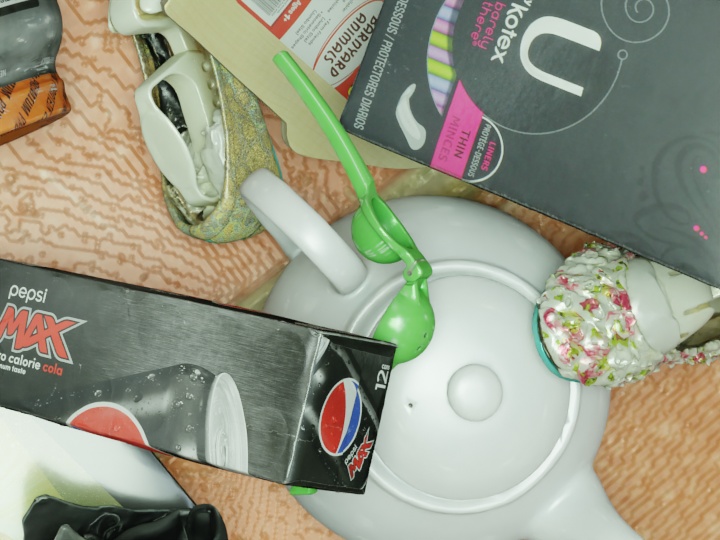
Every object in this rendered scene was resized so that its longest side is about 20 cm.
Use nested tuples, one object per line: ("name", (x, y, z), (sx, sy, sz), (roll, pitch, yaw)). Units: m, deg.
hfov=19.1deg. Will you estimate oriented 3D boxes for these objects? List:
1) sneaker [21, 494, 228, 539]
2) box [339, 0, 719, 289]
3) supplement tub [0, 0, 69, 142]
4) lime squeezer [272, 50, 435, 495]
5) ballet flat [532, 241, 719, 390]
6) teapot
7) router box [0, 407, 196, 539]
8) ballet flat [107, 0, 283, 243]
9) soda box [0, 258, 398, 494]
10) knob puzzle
("sneaker", (-0.077, 0.160, 1.020), (0.199, 0.060, 0.105), (9, 115, -33))
("box", (0.111, -0.084, 0.987), (0.199, 0.106, 0.123), (23, 100, 17))
("supplement tub", (-0.219, -0.151, 1.013), (0.122, 0.123, 0.201), (-22, 94, -8))
("lime squeezer", (0.000, 0.000, 0.965), (0.070, 0.038, 0.202), (-1, 93, 35))
("ballet flat", (0.152, 0.013, 1.050), (0.064, 0.200, 0.076), (-22, 84, 31))
("teapot", (0.038, 0.051, 1.049), (0.198, 0.146, 0.199), (1, 90, -8))
("router box", (-0.185, 0.113, 1.061), (0.157, 0.052, 0.200), (-41, 96, -7))
("ballet flat", (-0.091, -0.109, 1.063), (0.070, 0.071, 0.201), (-17, 96, -8))
("soda box", (-0.086, 0.046, 0.961), (0.199, 0.063, 0.071), (11, 86, 35))
("knob puzzle", (0.024, -0.140, 1.069), (0.218, 0.030, 0.221), (-7, 109, -20))
